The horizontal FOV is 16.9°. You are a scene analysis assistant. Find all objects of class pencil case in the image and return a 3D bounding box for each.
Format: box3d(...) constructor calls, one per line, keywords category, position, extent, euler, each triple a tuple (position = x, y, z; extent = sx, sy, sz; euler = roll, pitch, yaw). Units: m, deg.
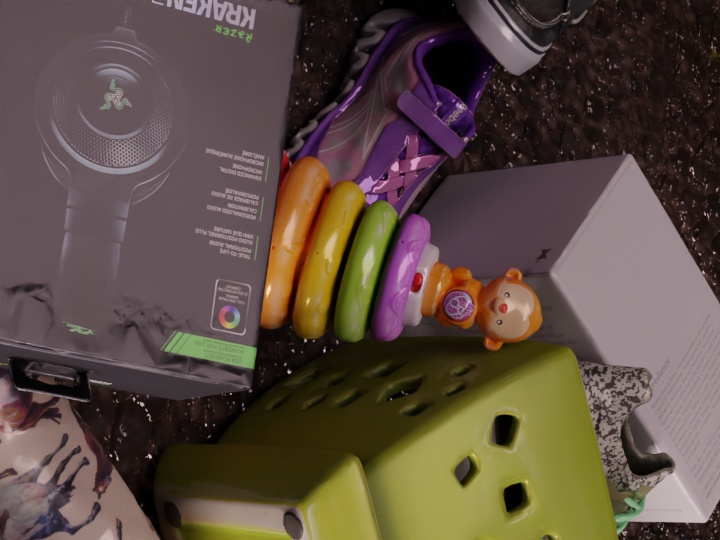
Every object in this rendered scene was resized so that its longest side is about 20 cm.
box3d(category="pencil case", position=(-0.165, 0.111, 1.202), extent=(0.201, 0.077, 0.090), euler=(60, 36, -24))

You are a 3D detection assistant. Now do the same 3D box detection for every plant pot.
box3d(category="plant pot", position=(0.009, 0.157, 1.299), extent=(0.181, 0.198, 0.201), euler=(-21, 102, -37))

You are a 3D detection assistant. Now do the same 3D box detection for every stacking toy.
box3d(category="stacking toy", position=(0.000, 0.000, 1.280), extent=(0.110, 0.199, 0.117), euler=(61, 46, -81))

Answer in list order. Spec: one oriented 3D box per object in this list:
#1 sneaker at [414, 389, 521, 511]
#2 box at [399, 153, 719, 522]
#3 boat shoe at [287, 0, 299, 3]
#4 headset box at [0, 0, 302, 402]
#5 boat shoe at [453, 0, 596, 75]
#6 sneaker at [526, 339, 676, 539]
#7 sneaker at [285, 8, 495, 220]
box3d(category="sneaker", position=(0.062, 0.130, 1.447), extent=(0.073, 0.084, 0.201), euler=(-39, 136, -47))
box3d(category="box", position=(0.128, 0.045, 1.452), extent=(0.106, 0.152, 0.200), euler=(-52, 122, -34))
box3d(category="boat shoe", position=(-0.089, -0.120, 1.315), extent=(0.067, 0.072, 0.201), euler=(30, 71, -1))
box3d(category="headset box", position=(-0.133, -0.040, 1.121), extent=(0.173, 0.093, 0.201), euler=(13, 78, -26))
box3d(category="boat shoe", position=(0.106, -0.175, 1.453), extent=(0.072, 0.071, 0.200), euler=(51, 21, -8))
box3d(category="sneaker", position=(0.135, 0.129, 1.375), extent=(0.077, 0.088, 0.201), euler=(-80, 167, -51))
box3d(category="sneaker", position=(0.019, -0.072, 1.398), extent=(0.080, 0.088, 0.201), euler=(46, 58, -34))
